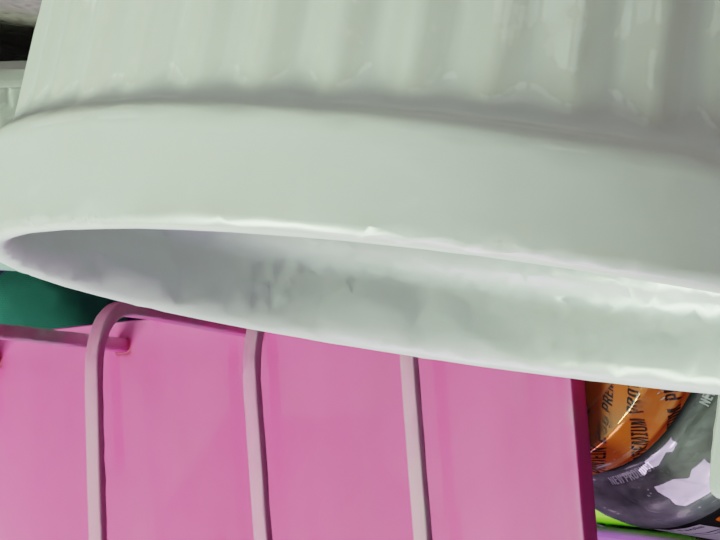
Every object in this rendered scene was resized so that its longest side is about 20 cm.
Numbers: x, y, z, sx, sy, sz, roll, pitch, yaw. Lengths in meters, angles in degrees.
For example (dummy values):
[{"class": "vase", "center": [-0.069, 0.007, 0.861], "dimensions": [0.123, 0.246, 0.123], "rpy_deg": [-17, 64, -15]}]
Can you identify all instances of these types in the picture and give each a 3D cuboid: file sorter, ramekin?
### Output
[{"class": "file sorter", "center": [-0.046, 0.077, 0.847], "dimensions": [0.200, 0.139, 0.125], "rpy_deg": [-6, 174, 23]}, {"class": "ramekin", "center": [0.035, -0.041, 0.545], "dimensions": [0.200, 0.105, 0.200], "rpy_deg": [8, 174, 1]}]

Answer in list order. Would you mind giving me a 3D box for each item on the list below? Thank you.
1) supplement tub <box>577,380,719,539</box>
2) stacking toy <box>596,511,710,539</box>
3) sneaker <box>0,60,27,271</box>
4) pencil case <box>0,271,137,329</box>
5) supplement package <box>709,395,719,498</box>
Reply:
[{"class": "supplement tub", "center": [0.137, 0.029, 0.948], "dimensions": [0.200, 0.123, 0.122], "rpy_deg": [13, 172, -37]}, {"class": "stacking toy", "center": [0.119, 0.088, 1.137], "dimensions": [0.110, 0.200, 0.116], "rpy_deg": [5, 172, 23]}, {"class": "sneaker", "center": [-0.089, -0.033, 0.933], "dimensions": [0.200, 0.074, 0.118], "rpy_deg": [8, 179, -8]}, {"class": "pencil case", "center": [-0.117, 0.034, 1.030], "dimensions": [0.092, 0.085, 0.200], "rpy_deg": [-14, -137, -22]}, {"class": "supplement package", "center": [0.200, 0.013, 0.757], "dimensions": [0.117, 0.118, 0.200], "rpy_deg": [12, 172, -29]}]
